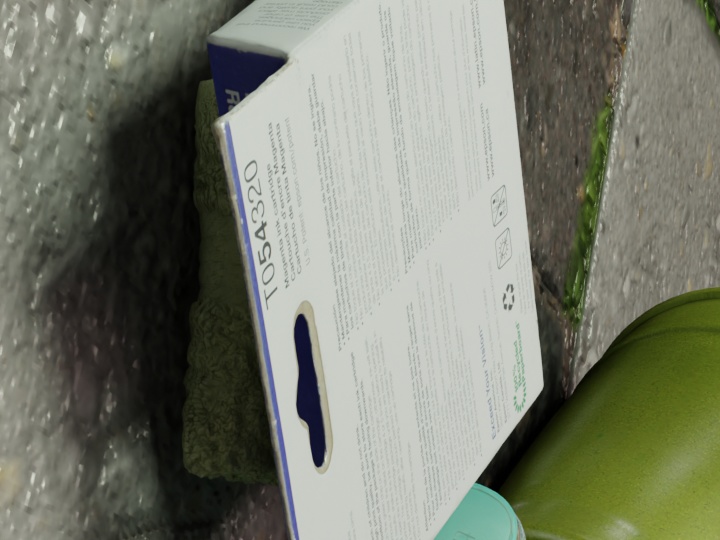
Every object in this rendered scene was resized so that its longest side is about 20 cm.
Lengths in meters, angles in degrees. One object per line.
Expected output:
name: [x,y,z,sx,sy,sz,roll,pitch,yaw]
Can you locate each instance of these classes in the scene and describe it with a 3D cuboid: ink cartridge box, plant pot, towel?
ink cartridge box: [0.000,0.000,0.674,0.200,0.043,0.197,-45,135,-52]
plant pot: [0.133,0.131,0.905,0.193,0.200,0.201,-27,117,-48]
towel: [-0.007,0.007,0.752,0.200,0.036,0.149,7,86,-65]

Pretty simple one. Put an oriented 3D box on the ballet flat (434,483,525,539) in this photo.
ballet flat: [0.005,0.165,0.755,0.200,0.074,0.074,-53,138,-37]
